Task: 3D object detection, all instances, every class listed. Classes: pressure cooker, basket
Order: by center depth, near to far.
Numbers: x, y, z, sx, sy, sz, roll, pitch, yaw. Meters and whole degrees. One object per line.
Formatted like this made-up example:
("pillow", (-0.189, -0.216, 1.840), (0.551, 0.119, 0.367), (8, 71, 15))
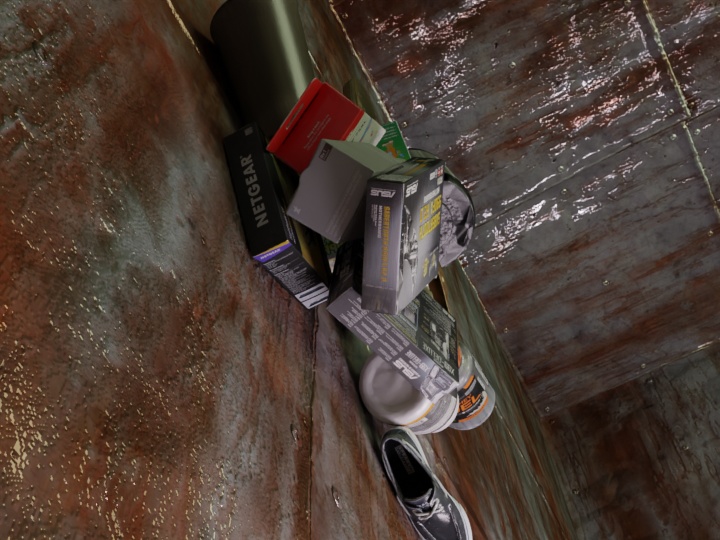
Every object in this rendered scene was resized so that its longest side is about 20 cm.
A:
("basket", (-0.128, -0.276, 1.334), (0.180, 0.135, 0.202), (125, -51, -73))
("pressure cooker", (0.087, -0.104, 1.501), (0.200, 0.176, 0.178), (-114, -157, -64))

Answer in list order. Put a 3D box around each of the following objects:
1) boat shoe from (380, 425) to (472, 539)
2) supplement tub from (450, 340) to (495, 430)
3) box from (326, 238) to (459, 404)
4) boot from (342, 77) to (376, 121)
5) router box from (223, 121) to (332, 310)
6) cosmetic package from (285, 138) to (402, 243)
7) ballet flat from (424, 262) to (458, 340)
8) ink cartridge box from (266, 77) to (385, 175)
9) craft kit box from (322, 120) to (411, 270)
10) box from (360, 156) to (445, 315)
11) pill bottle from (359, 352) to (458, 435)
("boat shoe", (0.086, 0.306, 1.235), (0.202, 0.071, 0.068), (63, 9, 3))
("supplement tub", (0.171, 0.207, 1.726), (0.200, 0.122, 0.123), (52, 17, -48))
("box", (0.047, 0.059, 1.211), (0.200, 0.050, 0.158), (42, 24, -18))
("boot", (-0.050, -0.225, 1.523), (0.072, 0.154, 0.201), (47, 26, -40))
("router box", (-0.103, -0.070, 1.198), (0.157, 0.052, 0.201), (49, 19, -55))
("cosmetic package", (-0.008, -0.104, 1.184), (0.090, 0.108, 0.200), (31, 16, 10))
("ballet flat", (0.099, 0.038, 1.366), (0.072, 0.067, 0.202), (53, 23, -83))
("ink cartridge box", (-0.043, -0.176, 1.230), (0.067, 0.117, 0.200), (37, 7, 12))
("craft kit box", (-0.008, -0.106, 1.346), (0.049, 0.198, 0.199), (78, -7, -64))
("box", (0.056, -0.049, 1.147), (0.200, 0.048, 0.160), (-35, 130, -66))
("pill bottle", (0.079, 0.181, 1.357), (0.117, 0.115, 0.200), (69, 11, 22))
